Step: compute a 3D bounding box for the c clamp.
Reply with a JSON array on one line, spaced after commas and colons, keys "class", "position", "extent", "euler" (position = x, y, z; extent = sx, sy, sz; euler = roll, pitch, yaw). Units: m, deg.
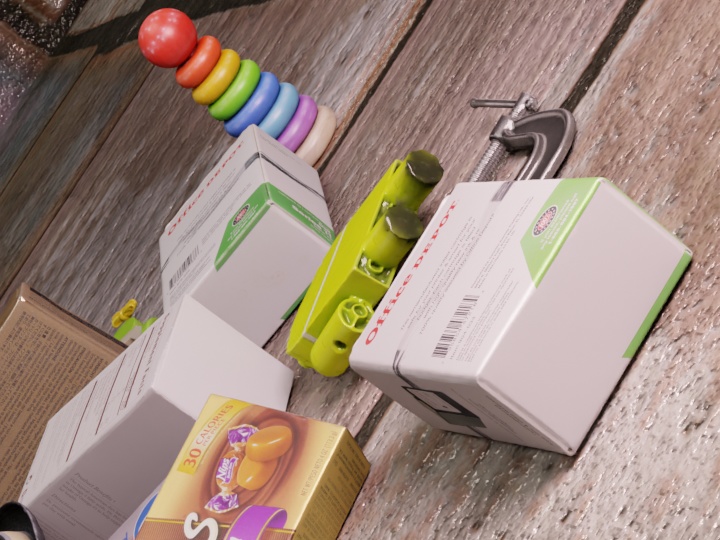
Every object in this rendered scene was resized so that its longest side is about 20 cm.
[{"class": "c clamp", "position": [0.089, -0.051, 1.612], "extent": [0.171, 0.027, 0.201], "euler": [-6, 49, 59]}]

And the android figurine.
[{"class": "android figurine", "position": [0.000, 0.000, 1.667], "extent": [0.200, 0.041, 0.183], "euler": [-55, 11, 45]}]

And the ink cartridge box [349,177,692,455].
[{"class": "ink cartridge box", "position": [0.093, 0.024, 1.367], "extent": [0.146, 0.084, 0.200], "euler": [-57, 19, -11]}]

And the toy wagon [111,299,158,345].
[{"class": "toy wagon", "position": [-0.230, 0.107, 2.083], "extent": [0.155, 0.039, 0.201], "euler": [-41, 22, 34]}]

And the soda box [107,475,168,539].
[{"class": "soda box", "position": [-0.144, 0.216, 1.626], "extent": [0.200, 0.070, 0.064], "euler": [-47, 28, 22]}]

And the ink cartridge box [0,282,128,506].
[{"class": "ink cartridge box", "position": [-0.277, 0.139, 1.917], "extent": [0.201, 0.164, 0.075], "euler": [-57, 12, 4]}]

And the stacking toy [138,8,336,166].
[{"class": "stacking toy", "position": [-0.122, -0.167, 2.040], "extent": [0.085, 0.200, 0.086], "euler": [-46, 20, 23]}]

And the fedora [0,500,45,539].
[{"class": "fedora", "position": [-0.309, 0.270, 1.682], "extent": [0.200, 0.091, 0.202], "euler": [-26, 59, 56]}]

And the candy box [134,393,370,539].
[{"class": "candy box", "position": [-0.089, 0.190, 1.486], "extent": [0.116, 0.057, 0.201], "euler": [12, 61, 31]}]

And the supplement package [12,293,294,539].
[{"class": "supplement package", "position": [-0.162, 0.138, 1.740], "extent": [0.200, 0.117, 0.118], "euler": [-41, 21, 33]}]

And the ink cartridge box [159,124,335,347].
[{"class": "ink cartridge box", "position": [-0.100, -0.022, 1.919], "extent": [0.147, 0.083, 0.200], "euler": [-50, 20, 14]}]
